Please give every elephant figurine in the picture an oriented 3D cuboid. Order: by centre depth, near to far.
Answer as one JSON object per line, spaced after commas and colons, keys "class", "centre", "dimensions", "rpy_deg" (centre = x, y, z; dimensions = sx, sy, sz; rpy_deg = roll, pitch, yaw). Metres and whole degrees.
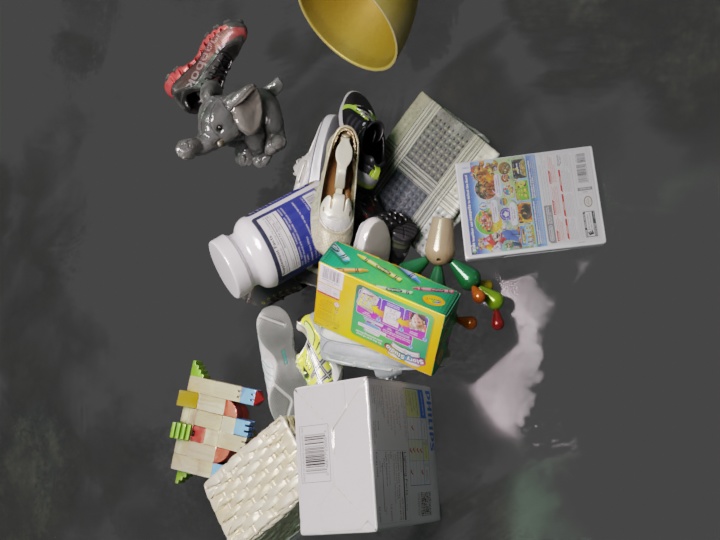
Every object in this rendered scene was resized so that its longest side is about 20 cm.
{"class": "elephant figurine", "centre": [-0.215, -0.256, 1.487], "dimensions": [0.140, 0.199, 0.158], "rpy_deg": [-29, 67, 21]}

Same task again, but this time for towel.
{"class": "towel", "centre": [0.105, -0.151, 1.390], "dimensions": [0.193, 0.034, 0.201], "rpy_deg": [45, 105, 31]}

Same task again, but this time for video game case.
{"class": "video game case", "centre": [0.239, -0.095, 1.265], "dimensions": [0.195, 0.018, 0.146], "rpy_deg": [-6, 75, 6]}

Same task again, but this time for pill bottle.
{"class": "pill bottle", "centre": [-0.123, -0.045, 1.354], "dimensions": [0.198, 0.117, 0.116], "rpy_deg": [-28, 62, -19]}

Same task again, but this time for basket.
{"class": "basket", "centre": [-0.124, 0.328, 1.363], "dimensions": [0.200, 0.123, 0.137], "rpy_deg": [-42, 62, 16]}

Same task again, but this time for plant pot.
{"class": "plant pot", "centre": [0.017, -0.443, 1.420], "dimensions": [0.198, 0.201, 0.143], "rpy_deg": [26, 67, 30]}

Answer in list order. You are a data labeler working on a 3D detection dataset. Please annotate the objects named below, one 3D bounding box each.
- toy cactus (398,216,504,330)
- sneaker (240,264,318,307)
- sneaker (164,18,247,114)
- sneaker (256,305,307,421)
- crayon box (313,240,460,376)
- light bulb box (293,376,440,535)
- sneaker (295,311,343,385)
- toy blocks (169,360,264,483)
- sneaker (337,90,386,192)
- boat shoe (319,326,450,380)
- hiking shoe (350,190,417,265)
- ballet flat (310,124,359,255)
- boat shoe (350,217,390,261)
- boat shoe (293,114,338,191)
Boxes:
{"class": "toy cactus", "centre": [0.118, 0.008, 1.303], "dimensions": [0.196, 0.102, 0.169], "rpy_deg": [7, 92, 20]}
{"class": "sneaker", "centre": [-0.108, 0.020, 1.458], "dimensions": [0.197, 0.074, 0.108], "rpy_deg": [20, 108, 24]}
{"class": "sneaker", "centre": [-0.268, -0.362, 1.614], "dimensions": [0.200, 0.070, 0.099], "rpy_deg": [-40, 63, 19]}
{"class": "sneaker", "centre": [-0.124, 0.155, 1.435], "dimensions": [0.069, 0.080, 0.205], "rpy_deg": [-10, 92, -11]}
{"class": "crayon box", "centre": [0.033, 0.053, 1.256], "dimensions": [0.197, 0.058, 0.120], "rpy_deg": [23, 133, 15]}
{"class": "light bulb box", "centre": [0.013, 0.262, 1.255], "dimensions": [0.123, 0.199, 0.203], "rpy_deg": [-11, 75, 28]}
{"class": "sneaker", "centre": [-0.063, 0.162, 1.380], "dimensions": [0.075, 0.076, 0.204], "rpy_deg": [-1, 67, -3]}
{"class": "toy blocks", "centre": [-0.226, 0.262, 1.461], "dimensions": [0.134, 0.100, 0.205], "rpy_deg": [9, 83, 19]}
{"class": "sneaker", "centre": [0.015, -0.213, 1.395], "dimensions": [0.083, 0.071, 0.203], "rpy_deg": [-43, 42, 43]}
{"class": "boat shoe", "centre": [0.034, 0.124, 1.332], "dimensions": [0.196, 0.070, 0.073], "rpy_deg": [12, 114, 4]}
{"class": "hiking shoe", "centre": [-0.001, -0.068, 1.394], "dimensions": [0.199, 0.075, 0.102], "rpy_deg": [40, 127, 35]}
{"class": "ballet flat", "centre": [-0.036, -0.117, 1.299], "dimensions": [0.066, 0.062, 0.205], "rpy_deg": [6, 74, -7]}
{"class": "boat shoe", "centre": [0.000, 0.000, 1.347], "dimensions": [0.068, 0.203, 0.072], "rpy_deg": [30, 51, 30]}
{"class": "boat shoe", "centre": [-0.079, -0.160, 1.471], "dimensions": [0.065, 0.072, 0.205], "rpy_deg": [13, 95, 26]}
